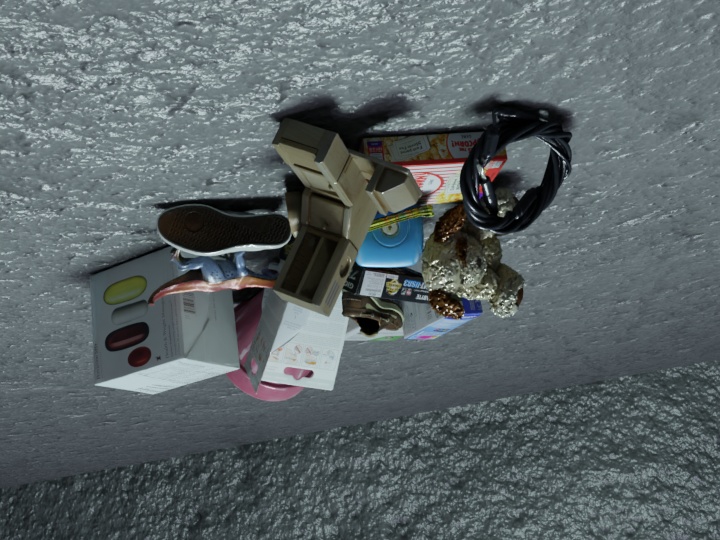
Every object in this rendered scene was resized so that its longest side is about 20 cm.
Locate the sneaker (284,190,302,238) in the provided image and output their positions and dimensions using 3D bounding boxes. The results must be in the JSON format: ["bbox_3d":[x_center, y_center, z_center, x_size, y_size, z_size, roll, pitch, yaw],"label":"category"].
[{"bbox_3d":[-0.059,-0.080,1.578,0.088,0.068,0.200,-11,168,1],"label":"sneaker"}]

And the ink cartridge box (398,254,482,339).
[{"bbox_3d":[0.146,0.034,1.914,0.075,0.139,0.200,-1,162,-28],"label":"ink cartridge box"}]

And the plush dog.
[{"bbox_3d":[0.153,-0.022,1.619,0.158,0.204,0.171,6,-167,36],"label":"plush dog"}]

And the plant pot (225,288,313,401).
[{"bbox_3d":[-0.150,0.113,1.977,0.197,0.203,0.180,2,145,-29],"label":"plant pot"}]

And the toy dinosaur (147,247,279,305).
[{"bbox_3d":[-0.215,0.009,1.664,0.180,0.202,0.105,31,168,-15],"label":"toy dinosaur"}]

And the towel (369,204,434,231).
[{"bbox_3d":[0.005,-0.060,1.516,0.197,0.018,0.086,-16,-177,-6],"label":"towel"}]

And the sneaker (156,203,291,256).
[{"bbox_3d":[-0.205,-0.055,1.573,0.196,0.074,0.085,5,176,-14],"label":"sneaker"}]

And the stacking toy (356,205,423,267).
[{"bbox_3d":[0.025,-0.054,1.666,0.108,0.118,0.200,-2,174,-12],"label":"stacking toy"}]

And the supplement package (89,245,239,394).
[{"bbox_3d":[-0.328,0.086,1.762,0.197,0.195,0.146,-18,160,28],"label":"supplement package"}]

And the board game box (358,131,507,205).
[{"bbox_3d":[0.089,-0.139,1.478,0.196,0.047,0.152,-5,163,-10],"label":"board game box"}]

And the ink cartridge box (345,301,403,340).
[{"bbox_3d":[0.057,0.074,2.093,0.143,0.086,0.199,3,160,-33],"label":"ink cartridge box"}]

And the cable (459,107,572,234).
[{"bbox_3d":[0.215,-0.126,1.410,0.198,0.166,0.050,8,-170,-44],"label":"cable"}]

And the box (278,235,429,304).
[{"bbox_3d":[0.000,0.000,1.726,0.198,0.051,0.197,23,-173,42],"label":"box"}]

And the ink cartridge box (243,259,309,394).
[{"bbox_3d":[-0.130,0.090,1.729,0.049,0.203,0.161,16,-173,-16],"label":"ink cartridge box"}]

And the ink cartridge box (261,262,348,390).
[{"bbox_3d":[-0.102,0.099,1.868,0.158,0.204,0.047,11,-179,-31],"label":"ink cartridge box"}]

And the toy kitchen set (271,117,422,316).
[{"bbox_3d":[-0.031,-0.054,1.344,0.161,0.183,0.200,19,165,25],"label":"toy kitchen set"}]

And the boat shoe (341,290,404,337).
[{"bbox_3d":[0.016,0.083,1.884,0.074,0.076,0.202,-1,160,29],"label":"boat shoe"}]
